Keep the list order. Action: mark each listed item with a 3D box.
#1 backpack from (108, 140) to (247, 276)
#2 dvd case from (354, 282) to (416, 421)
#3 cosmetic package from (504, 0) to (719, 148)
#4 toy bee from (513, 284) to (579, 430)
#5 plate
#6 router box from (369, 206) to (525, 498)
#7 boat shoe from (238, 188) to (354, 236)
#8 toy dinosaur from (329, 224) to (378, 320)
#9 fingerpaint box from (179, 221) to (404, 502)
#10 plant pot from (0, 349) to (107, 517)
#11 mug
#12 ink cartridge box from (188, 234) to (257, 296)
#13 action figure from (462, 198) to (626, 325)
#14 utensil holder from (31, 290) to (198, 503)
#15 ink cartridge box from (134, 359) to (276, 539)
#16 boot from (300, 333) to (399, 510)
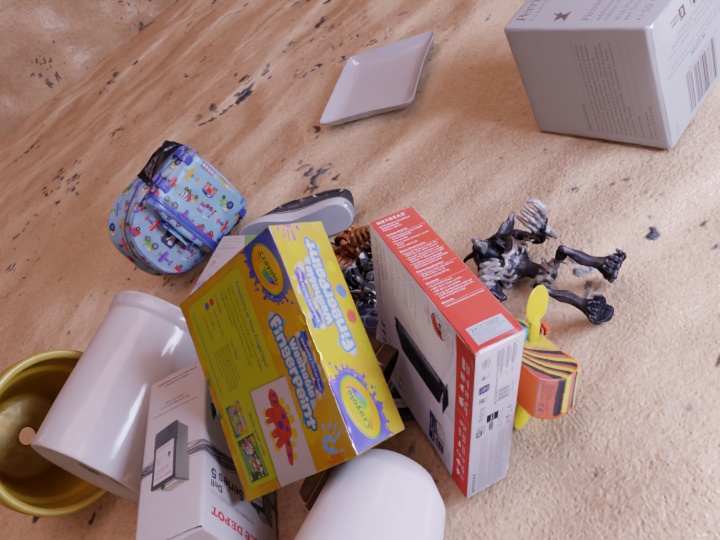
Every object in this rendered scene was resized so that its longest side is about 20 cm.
[{"bbox_3d":[-0.311,-0.087,1.071,0.202,0.183,0.133,-51,35,-13],"label":"backpack"},{"bbox_3d":[0.041,0.086,0.770,0.145,0.016,0.204,-9,47,30],"label":"dvd case"},{"bbox_3d":[0.319,-0.280,0.790,0.168,0.167,0.198,-50,40,-15],"label":"cosmetic package"},{"bbox_3d":[0.156,0.070,0.622,0.105,0.134,0.202,-3,37,-22],"label":"toy bee"},{"bbox_3d":[0.036,-0.342,1.168,0.194,0.033,0.204,-6,49,32],"label":"plate"},{"bbox_3d":[0.073,0.076,0.595,0.048,0.204,0.180,-20,43,-16],"label":"router box"},{"bbox_3d":[-0.098,-0.082,0.996,0.195,0.071,0.067,-18,35,22],"label":"boat shoe"},{"bbox_3d":[0.000,0.000,0.756,0.104,0.134,0.200,-58,0,-4],"label":"toy dinosaur"},{"bbox_3d":[-0.070,0.085,0.596,0.165,0.072,0.205,-34,74,38],"label":"fingerpaint box"},{"bbox_3d":[-0.436,0.223,0.877,0.186,0.200,0.205,-17,40,46],"label":"plant pot"},{"bbox_3d":[-0.008,0.246,0.561,0.181,0.152,0.155,0,43,27],"label":"mug"},{"bbox_3d":[-0.192,0.046,0.942,0.114,0.068,0.204,-1,52,35],"label":"ink cartridge box"},{"bbox_3d":[0.179,-0.014,0.695,0.197,0.102,0.121,19,74,43],"label":"action figure"},{"bbox_3d":[-0.284,0.159,0.800,0.166,0.171,0.204,-1,52,36],"label":"utensil holder"},{"bbox_3d":[-0.159,0.225,0.686,0.082,0.147,0.203,-25,41,10],"label":"ink cartridge box"},{"bbox_3d":[-0.030,0.150,0.656,0.074,0.073,0.205,26,109,14],"label":"boot"}]
